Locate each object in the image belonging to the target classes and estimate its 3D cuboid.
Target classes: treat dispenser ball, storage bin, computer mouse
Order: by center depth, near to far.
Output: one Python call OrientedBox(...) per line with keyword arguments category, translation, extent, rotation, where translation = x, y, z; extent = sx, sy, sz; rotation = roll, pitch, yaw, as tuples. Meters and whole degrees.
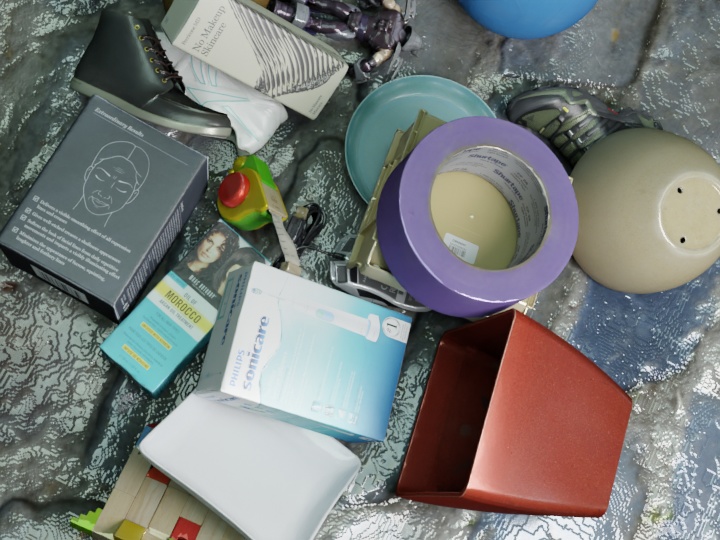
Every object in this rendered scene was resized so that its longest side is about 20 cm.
OrientedBox(category="storage bin", translation=(0.112, -0.050, 1.306), extent=(0.200, 0.094, 0.199), rotation=(24, 72, -10))
OrientedBox(category="computer mouse", translation=(0.000, 0.000, 1.333), extent=(0.200, 0.044, 0.110), rotation=(21, 70, -11))
OrientedBox(category="treat dispenser ball", translation=(0.203, -0.381, 1.385), extent=(0.201, 0.201, 0.201), rotation=(2, 75, -7))

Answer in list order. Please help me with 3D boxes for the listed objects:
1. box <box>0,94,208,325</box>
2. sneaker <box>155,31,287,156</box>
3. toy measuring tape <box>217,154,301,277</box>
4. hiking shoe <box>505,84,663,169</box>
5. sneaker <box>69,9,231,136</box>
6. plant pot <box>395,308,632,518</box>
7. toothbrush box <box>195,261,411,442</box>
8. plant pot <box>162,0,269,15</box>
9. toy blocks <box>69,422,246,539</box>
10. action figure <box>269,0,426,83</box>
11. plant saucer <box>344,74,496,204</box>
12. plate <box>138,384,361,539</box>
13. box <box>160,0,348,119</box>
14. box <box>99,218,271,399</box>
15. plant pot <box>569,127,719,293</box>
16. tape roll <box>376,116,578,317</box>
OrientedBox(category="box", translation=(-0.283, -0.066, 1.287), extent=(0.148, 0.107, 0.200), rotation=(30, 74, 1))
OrientedBox(category="sneaker", translation=(-0.188, -0.211, 1.357), extent=(0.200, 0.070, 0.080), rotation=(33, 77, 1))
OrientedBox(category="toy measuring tape", translation=(-0.120, -0.054, 1.307), extent=(0.073, 0.074, 0.200), rotation=(-13, 51, -11))
OrientedBox(category="hiking shoe", translation=(0.271, -0.159, 1.401), extent=(0.200, 0.076, 0.101), rotation=(13, 71, -5))
OrientedBox(category="sneaker", translation=(-0.228, -0.223, 1.301), extent=(0.200, 0.075, 0.106), rotation=(21, 98, 10))
OrientedBox(category="plant pot", translation=(0.176, 0.178, 1.250), extent=(0.176, 0.200, 0.200), rotation=(22, 73, -13))
OrientedBox(category="toothbrush box", translation=(-0.060, 0.093, 1.257), extent=(0.200, 0.085, 0.147), rotation=(20, 73, -24))
OrientedBox(category="plant pot", translation=(-0.168, -0.372, 1.357), extent=(0.186, 0.186, 0.200), rotation=(7, 91, -6))
OrientedBox(category="toy blocks", translation=(-0.188, 0.253, 1.233), extent=(0.200, 0.100, 0.137), rotation=(24, 63, 0))
OrientedBox(category="action figure", translation=(-0.012, -0.302, 1.408), extent=(0.200, 0.069, 0.130), rotation=(16, 67, -7))
OrientedBox(category="plant saucer", translation=(0.079, -0.140, 1.396), extent=(0.200, 0.027, 0.200), rotation=(2, 76, -8))
OrientedBox(category="plate", translation=(-0.116, 0.205, 1.230), extent=(0.199, 0.032, 0.200), rotation=(37, 33, 3))
OrientedBox(category="box", translation=(-0.119, -0.254, 1.304), extent=(0.200, 0.068, 0.082), rotation=(23, 110, -33))
OrientedBox(category="box", translation=(-0.195, 0.043, 1.300), extent=(0.082, 0.049, 0.200), rotation=(40, 74, 4))
OrientedBox(category="plant pot", translation=(0.351, -0.067, 1.327), extent=(0.200, 0.134, 0.201), rotation=(-1, 95, -13))
OrientedBox(category="tape roll", translation=(0.122, -0.055, 1.216), extent=(0.200, 0.085, 0.200), rotation=(4, 75, -15))
